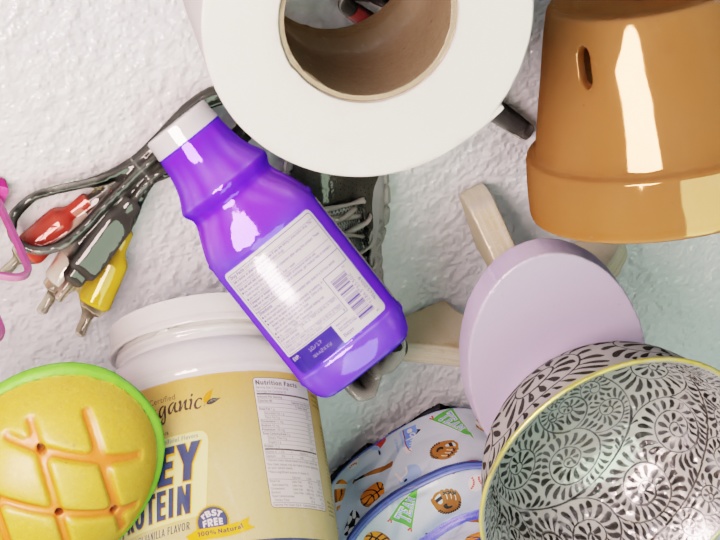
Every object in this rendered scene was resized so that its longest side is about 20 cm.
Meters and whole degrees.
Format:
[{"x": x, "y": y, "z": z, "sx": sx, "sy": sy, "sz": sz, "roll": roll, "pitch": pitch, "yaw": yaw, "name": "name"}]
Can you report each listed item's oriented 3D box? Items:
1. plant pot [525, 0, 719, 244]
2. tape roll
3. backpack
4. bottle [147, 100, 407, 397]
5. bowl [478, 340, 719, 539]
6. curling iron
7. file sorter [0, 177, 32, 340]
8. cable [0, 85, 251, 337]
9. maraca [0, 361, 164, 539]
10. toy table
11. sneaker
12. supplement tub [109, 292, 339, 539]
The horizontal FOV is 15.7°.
[{"x": 0.198, "y": -0.117, "z": 1.705, "sx": 0.199, "sy": 0.200, "sz": 0.140, "roll": -16, "pitch": 109, "yaw": -11, "name": "plant pot"}, {"x": -0.006, "y": -0.174, "z": 1.584, "sx": 0.202, "sy": 0.139, "sz": 0.203, "roll": -4, "pitch": 114, "yaw": -10, "name": "tape roll"}, {"x": 0.071, "y": 0.199, "z": 1.881, "sx": 0.200, "sy": 0.154, "sz": 0.191, "roll": -40, "pitch": 117, "yaw": 10, "name": "backpack"}, {"x": -0.057, "y": -0.016, "z": 1.662, "sx": 0.083, "sy": 0.065, "sz": 0.200, "roll": -39, "pitch": 95, "yaw": 3, "name": "bottle"}, {"x": 0.156, "y": 0.116, "z": 1.743, "sx": 0.200, "sy": 0.094, "sz": 0.201, "roll": -11, "pitch": 126, "yaw": -16, "name": "bowl"}, {"x": 0.054, "y": -0.142, "z": 1.721, "sx": 0.050, "sy": 0.026, "sz": 0.200, "roll": -41, "pitch": 127, "yaw": 11, "name": "curling iron"}, {"x": -0.308, "y": 0.043, "z": 1.638, "sx": 0.139, "sy": 0.126, "sz": 0.200, "roll": 12, "pitch": 116, "yaw": -28, "name": "file sorter"}, {"x": -0.157, "y": -0.056, "z": 1.701, "sx": 0.097, "sy": 0.050, "sz": 0.200, "roll": 39, "pitch": 90, "yaw": -18, "name": "cable"}, {"x": -0.210, "y": 0.141, "z": 1.621, "sx": 0.200, "sy": 0.107, "sz": 0.137, "roll": -45, "pitch": 115, "yaw": 6, "name": "maraca"}, {"x": 0.119, "y": 0.037, "z": 1.807, "sx": 0.183, "sy": 0.117, "sz": 0.201, "roll": -14, "pitch": 126, "yaw": -13, "name": "toy table"}, {"x": 0.000, "y": 0.000, "z": 1.736, "sx": 0.075, "sy": 0.116, "sz": 0.201, "roll": -13, "pitch": 125, "yaw": -13, "name": "sneaker"}, {"x": -0.094, "y": 0.127, "z": 1.711, "sx": 0.144, "sy": 0.201, "sz": 0.144, "roll": -9, "pitch": 162, "yaw": -3, "name": "supplement tub"}]
